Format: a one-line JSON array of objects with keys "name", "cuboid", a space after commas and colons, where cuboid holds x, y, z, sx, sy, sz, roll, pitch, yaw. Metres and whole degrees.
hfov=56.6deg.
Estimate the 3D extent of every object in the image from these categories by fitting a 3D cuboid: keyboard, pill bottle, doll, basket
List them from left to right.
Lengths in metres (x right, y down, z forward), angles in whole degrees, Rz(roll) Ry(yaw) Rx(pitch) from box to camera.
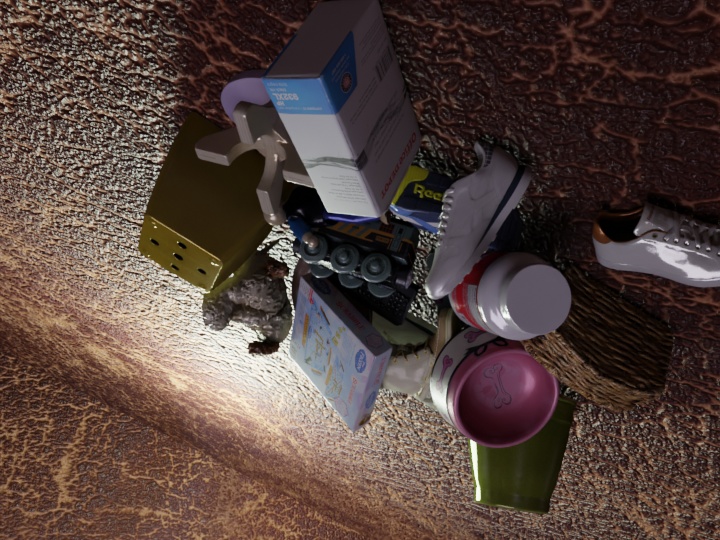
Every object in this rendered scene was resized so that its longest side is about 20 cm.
[{"name": "doll", "cuboid": [-0.053, -0.091, 0.963, 0.197, 0.138, 0.049, -3, 150, 21]}, {"name": "keyboard", "cuboid": [0.000, 0.000, 1.076, 0.199, 0.040, 0.105, 31, 109, 21]}, {"name": "pill bottle", "cuboid": [0.196, 0.032, 0.891, 0.112, 0.113, 0.200, 33, 176, -9]}, {"name": "basket", "cuboid": [0.318, 0.118, 0.963, 0.199, 0.144, 0.149, 32, 148, -7]}]

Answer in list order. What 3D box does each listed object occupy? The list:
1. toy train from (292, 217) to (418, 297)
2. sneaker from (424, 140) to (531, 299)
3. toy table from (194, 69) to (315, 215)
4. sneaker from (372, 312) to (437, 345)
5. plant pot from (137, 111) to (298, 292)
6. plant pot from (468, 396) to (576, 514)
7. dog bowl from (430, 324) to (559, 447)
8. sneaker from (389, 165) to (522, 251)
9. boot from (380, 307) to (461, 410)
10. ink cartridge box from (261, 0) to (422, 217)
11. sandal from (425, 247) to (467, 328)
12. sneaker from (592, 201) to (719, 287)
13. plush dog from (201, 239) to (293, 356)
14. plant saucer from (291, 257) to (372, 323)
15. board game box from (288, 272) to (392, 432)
[{"name": "toy train", "cuboid": [-0.004, -0.036, 1.017, 0.198, 0.115, 0.085, 17, 161, 20]}, {"name": "sneaker", "cuboid": [0.127, -0.059, 0.821, 0.080, 0.201, 0.076, 32, 176, -5]}, {"name": "toy table", "cuboid": [-0.119, -0.177, 0.898, 0.198, 0.118, 0.185, 9, 144, 26]}, {"name": "sneaker", "cuboid": [0.055, 0.109, 1.192, 0.198, 0.081, 0.077, 27, 163, 5]}, {"name": "plant pot", "cuboid": [-0.245, -0.088, 1.068, 0.199, 0.178, 0.200, 32, 148, -8]}, {"name": "plant pot", "cuboid": [0.275, 0.321, 1.183, 0.197, 0.196, 0.201, 8, 164, 2]}, {"name": "dog bowl", "cuboid": [0.210, 0.178, 1.012, 0.200, 0.200, 0.074, 40, -172, -20]}, {"name": "sneaker", "cuboid": [0.122, -0.081, 0.897, 0.198, 0.075, 0.082, 22, 168, -5]}, {"name": "boot", "cuboid": [0.082, 0.133, 1.097, 0.153, 0.072, 0.202, 15, 127, 17]}, {"name": "ink cartridge box", "cuboid": [-0.012, -0.184, 0.776, 0.083, 0.146, 0.201, 8, 144, 30]}, {"name": "sandal", "cuboid": [0.146, 0.041, 1.075, 0.074, 0.048, 0.201, 11, 146, 25]}, {"name": "sneaker", "cuboid": [0.365, -0.035, 0.771, 0.198, 0.073, 0.085, 4, 145, 35]}, {"name": "plush dog", "cuboid": [-0.175, 0.057, 1.221, 0.158, 0.201, 0.173, -7, 131, 18]}, {"name": "plant saucer", "cuboid": [-0.046, 0.056, 1.179, 0.199, 0.032, 0.203, 17, 114, 42]}, {"name": "board game box", "cuboid": [-0.041, 0.136, 1.127, 0.200, 0.041, 0.202, 45, 140, 30]}]
